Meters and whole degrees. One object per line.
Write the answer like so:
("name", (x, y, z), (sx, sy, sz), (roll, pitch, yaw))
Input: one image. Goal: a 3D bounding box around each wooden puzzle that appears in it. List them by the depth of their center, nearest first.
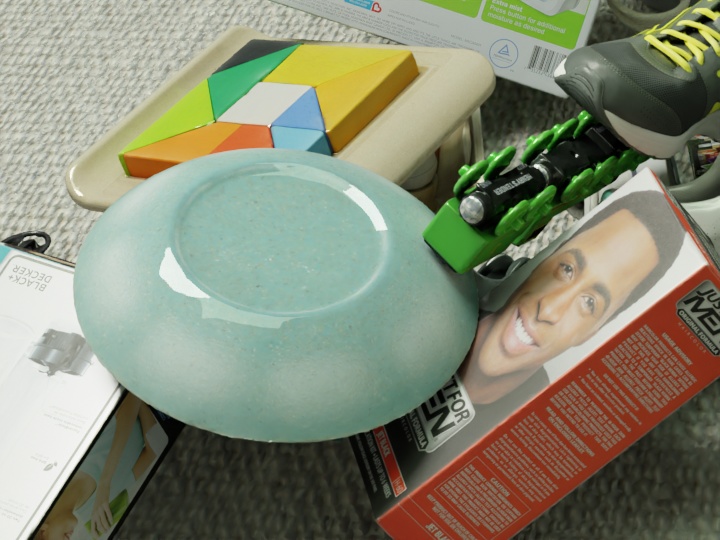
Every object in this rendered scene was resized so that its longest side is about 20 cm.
("wooden puzzle", (-0.049, -0.087, 1.493), (0.199, 0.037, 0.185), (12, 43, 37))

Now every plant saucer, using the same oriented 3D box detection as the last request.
("plant saucer", (-0.039, -0.003, 1.246), (0.200, 0.039, 0.201), (4, 44, -4))

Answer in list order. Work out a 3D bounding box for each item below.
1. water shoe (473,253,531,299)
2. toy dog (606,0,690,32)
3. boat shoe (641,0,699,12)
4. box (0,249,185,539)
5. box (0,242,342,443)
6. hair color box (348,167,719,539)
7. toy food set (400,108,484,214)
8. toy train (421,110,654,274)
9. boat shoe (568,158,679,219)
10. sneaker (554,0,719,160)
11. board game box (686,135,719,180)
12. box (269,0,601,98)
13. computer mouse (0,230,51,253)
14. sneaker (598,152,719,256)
("water shoe", (0.000, 0.000, 1.337), (0.199, 0.079, 0.071), (18, -4, -26))
("toy dog", (0.117, -0.215, 1.665), (0.199, 0.133, 0.096), (-7, 11, 7))
("boat shoe", (0.259, -0.187, 1.646), (0.066, 0.072, 0.200), (-35, 34, -28))
("box", (-0.172, 0.096, 1.258), (0.116, 0.060, 0.200), (15, 60, 31))
("box", (-0.103, 0.038, 1.362), (0.199, 0.049, 0.082), (17, -1, 31))
("hair color box", (0.090, 0.051, 1.242), (0.200, 0.061, 0.102), (-39, 30, 10))
("toy food set", (-0.026, -0.072, 1.535), (0.199, 0.061, 0.144), (-5, 34, 3))
("toy train", (0.095, -0.044, 1.307), (0.042, 0.056, 0.200), (45, 32, 12))
("boat shoe", (0.145, -0.051, 1.455), (0.065, 0.072, 0.200), (-18, 38, 10))
("sneaker", (0.175, -0.114, 1.339), (0.074, 0.085, 0.200), (44, 29, 25))
("board game box", (0.238, -0.075, 1.462), (0.104, 0.024, 0.200), (-5, 15, 5))
("box", (0.062, -0.223, 1.570), (0.199, 0.177, 0.097), (18, 12, 2))
("computer mouse", (-0.293, -0.016, 1.524), (0.200, 0.046, 0.140), (32, 45, 28))
("sneaker", (0.137, 0.003, 1.321), (0.200, 0.089, 0.075), (-36, 22, -1))
